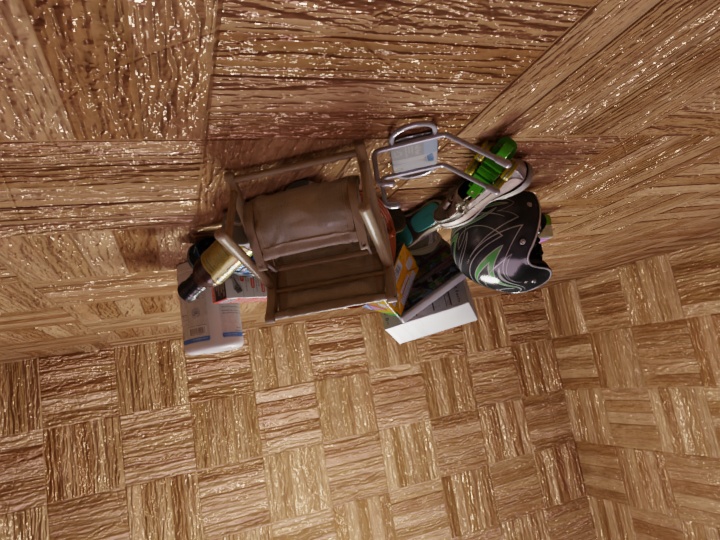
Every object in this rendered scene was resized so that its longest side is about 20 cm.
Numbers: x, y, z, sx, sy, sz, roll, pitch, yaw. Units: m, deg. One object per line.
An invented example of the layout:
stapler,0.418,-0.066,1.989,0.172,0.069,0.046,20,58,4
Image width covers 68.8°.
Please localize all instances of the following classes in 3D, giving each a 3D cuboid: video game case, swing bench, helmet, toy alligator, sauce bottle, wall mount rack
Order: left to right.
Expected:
sauce bottle,-0.255,-0.014,0.944,0.200,0.065,0.065,-38,158,26
swing bench,-0.065,-0.042,0.728,0.198,0.130,0.201,-10,139,8
video game case,0.128,0.006,1.174,0.199,0.182,0.023,-35,129,-6
wall mount rack,0.108,-0.140,0.730,0.173,0.075,0.200,-11,171,6
toy alligator,0.194,-0.150,0.804,0.054,0.059,0.200,-51,175,-20
helmet,0.270,-0.061,1.012,0.199,0.201,0.190,-17,139,39

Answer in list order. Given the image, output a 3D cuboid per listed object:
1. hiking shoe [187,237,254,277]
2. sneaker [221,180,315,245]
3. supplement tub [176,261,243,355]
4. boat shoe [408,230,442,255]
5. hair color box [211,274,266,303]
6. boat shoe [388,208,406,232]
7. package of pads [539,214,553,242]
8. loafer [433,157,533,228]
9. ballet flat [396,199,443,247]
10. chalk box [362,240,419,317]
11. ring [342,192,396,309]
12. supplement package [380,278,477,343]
hiking shoe,-0.233,-0.028,1.035,0.199,0.075,0.087,-4,169,-32
sneaker,-0.132,-0.083,0.842,0.199,0.071,0.080,-15,172,23
supplement tub,-0.342,0.084,1.196,0.131,0.201,0.132,-9,170,-2
boat shoe,0.084,-0.062,1.200,0.201,0.075,0.065,-12,132,29
hair color box,-0.227,0.011,1.158,0.199,0.112,0.064,1,165,-45
boat shoe,-0.010,-0.079,0.977,0.200,0.072,0.066,-9,166,-30
package of pads,0.355,-0.083,1.316,0.199,0.069,0.154,-5,169,-24
loafer,0.193,-0.137,0.895,0.063,0.072,0.200,20,147,-36
ballet flat,0.115,-0.091,1.069,0.069,0.070,0.199,-1,167,-40
chalk box,0.000,0.000,1.103,0.199,0.125,0.124,15,162,29
ring,0.001,-0.032,0.898,0.019,0.202,0.200,10,-174,41
supplement package,0.154,0.074,1.217,0.199,0.118,0.117,-19,150,14
